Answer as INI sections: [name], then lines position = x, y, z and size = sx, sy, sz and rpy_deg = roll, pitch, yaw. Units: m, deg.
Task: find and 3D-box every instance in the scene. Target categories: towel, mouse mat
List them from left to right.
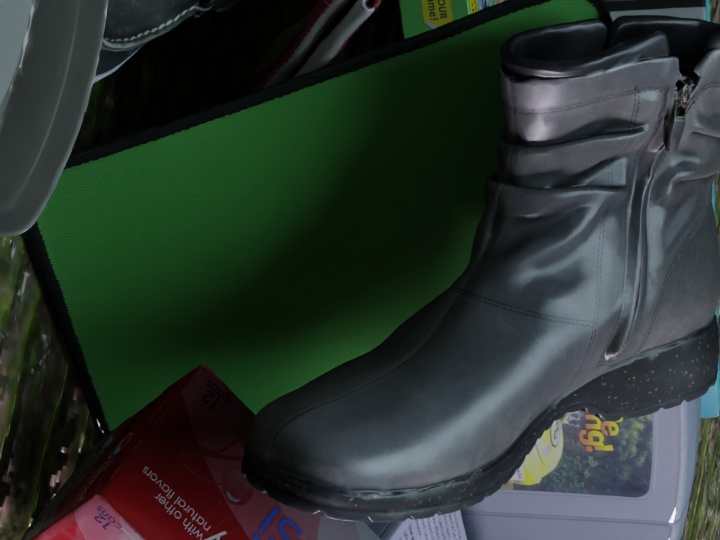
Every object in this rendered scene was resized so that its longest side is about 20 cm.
[mouse mat]
position = 0.000, 0.000, 0.870
size = 0.008, 0.199, 0.162
rpy_deg = -118, -169, -52
[towel]
position = 0.002, -0.115, 0.919
size = 0.144, 0.023, 0.200
rpy_deg = -47, -171, 47

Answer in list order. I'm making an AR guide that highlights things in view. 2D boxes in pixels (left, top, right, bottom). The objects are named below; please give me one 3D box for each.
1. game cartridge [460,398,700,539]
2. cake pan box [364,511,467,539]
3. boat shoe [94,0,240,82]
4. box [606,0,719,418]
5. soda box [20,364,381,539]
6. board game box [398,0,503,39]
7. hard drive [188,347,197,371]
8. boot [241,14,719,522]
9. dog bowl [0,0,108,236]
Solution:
[game cartridge]
position = 0.057, 0.032, 0.967
size = 0.041, 0.132, 0.201
rpy_deg = -66, 151, -56
[cake pan box]
position = -0.014, 0.187, 0.962
size = 0.184, 0.052, 0.201
rpy_deg = -51, 143, -33
[boat shoe]
position = -0.049, -0.119, 0.840
size = 0.200, 0.071, 0.072
rpy_deg = -55, 142, -48
[box]
position = 0.104, -0.034, 1.079
size = 0.049, 0.082, 0.201
rpy_deg = 77, 14, -52
[soda box]
position = -0.012, 0.128, 0.842
size = 0.200, 0.070, 0.063
rpy_deg = 44, 52, -8
[board game box]
position = 0.047, -0.059, 1.076
size = 0.135, 0.029, 0.201
rpy_deg = -76, 160, -61
[hard drive]
position = -0.019, 0.023, 0.991
size = 0.200, 0.025, 0.133
rpy_deg = -53, 141, -49
[boot]
position = 0.043, -0.009, 0.816
size = 0.199, 0.070, 0.132
rpy_deg = -22, 126, -42
[dog bowl]
position = -0.136, -0.088, 0.669
size = 0.200, 0.058, 0.202
rpy_deg = 5, 90, -66
